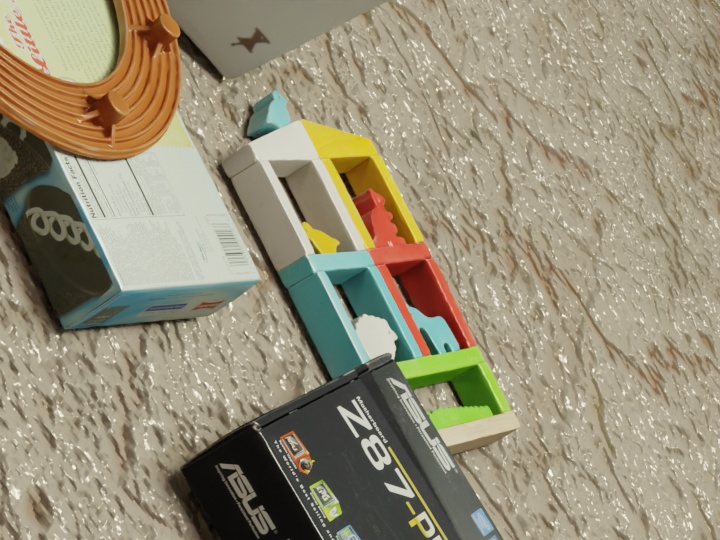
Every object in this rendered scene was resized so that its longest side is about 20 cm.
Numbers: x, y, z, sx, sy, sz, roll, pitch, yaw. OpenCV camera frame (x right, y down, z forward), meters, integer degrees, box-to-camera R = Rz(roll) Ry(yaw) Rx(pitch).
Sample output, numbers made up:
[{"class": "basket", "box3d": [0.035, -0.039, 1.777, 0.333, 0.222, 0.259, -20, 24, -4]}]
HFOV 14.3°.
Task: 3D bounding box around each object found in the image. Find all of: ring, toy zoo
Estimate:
[{"class": "ring", "box3d": [-0.143, -0.137, 1.227, 0.200, 0.019, 0.201, 39, 31, -29]}, {"class": "toy zoo", "box3d": [0.000, 0.000, 1.415, 0.131, 0.020, 0.200, -6, 67, -63]}]

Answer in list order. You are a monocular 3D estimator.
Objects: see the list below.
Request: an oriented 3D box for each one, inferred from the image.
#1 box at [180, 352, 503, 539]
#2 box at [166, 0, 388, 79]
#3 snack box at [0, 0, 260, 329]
[{"class": "box", "box3d": [0.018, 0.144, 1.251, 0.200, 0.049, 0.161, 59, 22, 4]}, {"class": "box", "box3d": [-0.039, -0.244, 1.391, 0.199, 0.200, 0.172, 49, 27, -37]}, {"class": "snack box", "box3d": [-0.127, -0.072, 1.247, 0.116, 0.037, 0.200, -4, 64, -62]}]
